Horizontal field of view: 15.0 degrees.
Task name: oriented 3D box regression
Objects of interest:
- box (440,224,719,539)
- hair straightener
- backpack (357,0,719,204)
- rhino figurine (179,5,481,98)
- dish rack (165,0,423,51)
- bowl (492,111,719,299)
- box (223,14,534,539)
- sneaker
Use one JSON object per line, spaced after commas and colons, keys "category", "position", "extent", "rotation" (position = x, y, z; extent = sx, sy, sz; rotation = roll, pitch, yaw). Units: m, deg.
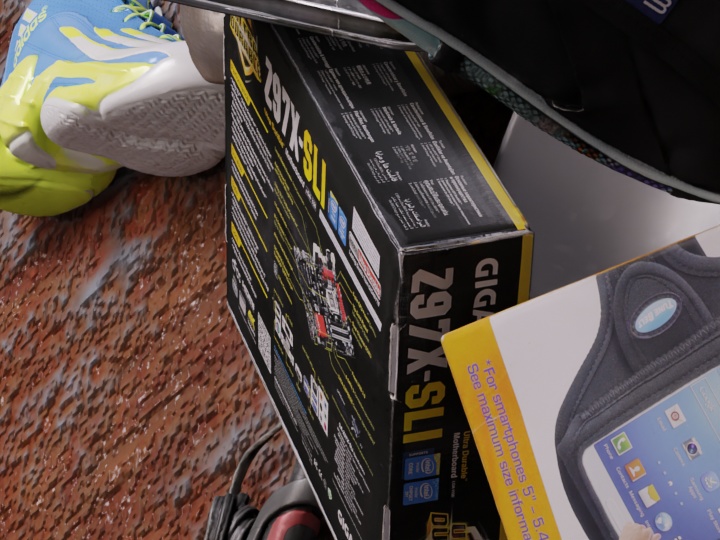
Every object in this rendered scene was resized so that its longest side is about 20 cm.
{"category": "box", "position": [0.123, 0.041, 0.720], "extent": [0.199, 0.041, 0.120], "rotation": [-24, 82, 37]}
{"category": "hair straightener", "position": [-0.060, 0.135, 1.014], "extent": [0.077, 0.041, 0.201], "rotation": [7, 80, 53]}
{"category": "backpack", "position": [0.063, -0.138, 0.744], "extent": [0.178, 0.199, 0.151], "rotation": [-57, 21, 16]}
{"category": "rhino figurine", "position": [0.012, -0.099, 1.025], "extent": [0.199, 0.060, 0.088], "rotation": [11, 67, 39]}
{"category": "dish rack", "position": [0.020, -0.138, 0.931], "extent": [0.153, 0.200, 0.055], "rotation": [16, 121, 34]}
{"category": "bowl", "position": [0.140, -0.052, 0.829], "extent": [0.200, 0.074, 0.201], "rotation": [28, 95, 53]}
{"category": "box", "position": [0.000, 0.000, 0.931], "extent": [0.200, 0.049, 0.161], "rotation": [-119, 26, -51]}
{"category": "sneaker", "position": [-0.107, -0.092, 1.169], "extent": [0.199, 0.075, 0.106], "rotation": [-14, 60, 49]}
